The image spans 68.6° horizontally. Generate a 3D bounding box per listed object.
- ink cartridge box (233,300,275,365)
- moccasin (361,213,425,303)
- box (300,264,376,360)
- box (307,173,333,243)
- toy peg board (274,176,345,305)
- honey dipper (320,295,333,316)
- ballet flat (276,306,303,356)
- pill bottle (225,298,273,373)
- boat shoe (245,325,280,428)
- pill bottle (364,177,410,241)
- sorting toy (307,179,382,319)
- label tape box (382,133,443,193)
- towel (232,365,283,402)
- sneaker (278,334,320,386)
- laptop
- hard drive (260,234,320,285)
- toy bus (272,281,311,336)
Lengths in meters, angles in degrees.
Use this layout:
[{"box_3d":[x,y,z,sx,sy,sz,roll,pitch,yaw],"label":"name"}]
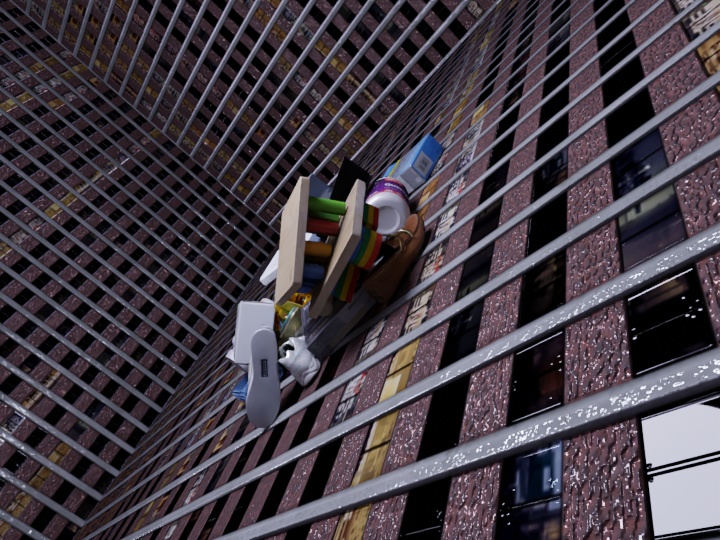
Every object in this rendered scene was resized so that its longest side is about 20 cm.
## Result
[{"box_3d":[-0.263,0.152,1.292,0.200,0.082,0.149,157,118,-74],"label":"ink cartridge box"},{"box_3d":[0.063,-0.035,1.013,0.203,0.077,0.073,-56,15,-23],"label":"moccasin"},{"box_3d":[-0.041,0.064,1.104,0.200,0.048,0.159,-48,25,11],"label":"box"},{"box_3d":[-0.099,-0.161,1.561,0.108,0.198,0.149,-53,-3,-17],"label":"box"},{"box_3d":[-0.098,-0.044,1.028,0.200,0.096,0.204,143,132,-68],"label":"toy peg board"},{"box_3d":[-0.076,0.028,1.121,0.038,0.038,0.201,-45,21,19],"label":"honey dipper"},{"box_3d":[-0.161,0.152,1.246,0.201,0.070,0.071,-54,5,50],"label":"ballet flat"},{"box_3d":[-0.298,0.192,1.533,0.201,0.113,0.113,-56,14,-21],"label":"pill bottle"},{"box_3d":[-0.199,0.214,1.080,0.066,0.070,0.205,-143,50,-83],"label":"boat shoe"},{"box_3d":[0.063,-0.154,1.262,0.112,0.112,0.201,-45,15,20],"label":"pill bottle"},{"box_3d":[-0.022,-0.033,1.003,0.200,0.068,0.202,-86,21,-54],"label":"sorting toy"},{"box_3d":[0.127,-0.268,1.463,0.199,0.063,0.145,-32,23,54],"label":"label tape box"},{"box_3d":[-0.252,0.275,1.296,0.112,0.048,0.199,-55,13,-21],"label":"towel"},{"box_3d":[-0.129,0.167,1.111,0.071,0.080,0.200,-50,12,4],"label":"sneaker"},{"box_3d":[-0.059,-0.165,1.284,0.199,0.114,0.191,24,93,65],"label":"laptop"},{"box_3d":[-0.167,-0.051,1.337,0.199,0.027,0.133,-33,22,38],"label":"hard drive"},{"box_3d":[-0.180,0.107,1.368,0.194,0.134,0.201,-59,12,21],"label":"toy bus"}]
